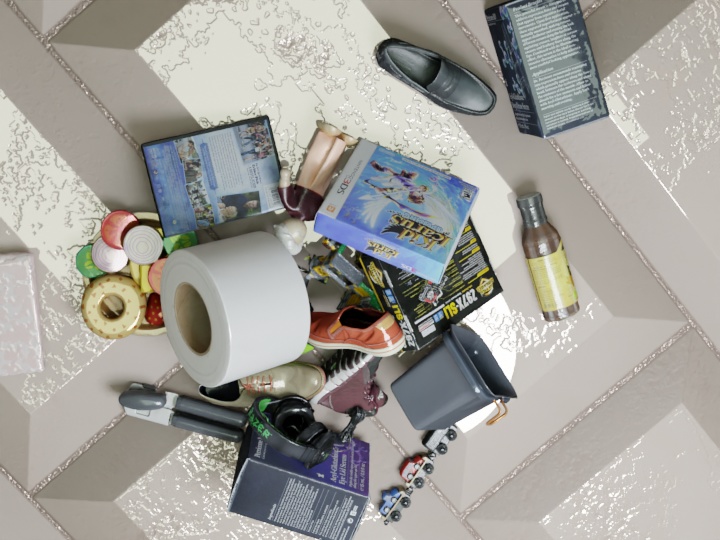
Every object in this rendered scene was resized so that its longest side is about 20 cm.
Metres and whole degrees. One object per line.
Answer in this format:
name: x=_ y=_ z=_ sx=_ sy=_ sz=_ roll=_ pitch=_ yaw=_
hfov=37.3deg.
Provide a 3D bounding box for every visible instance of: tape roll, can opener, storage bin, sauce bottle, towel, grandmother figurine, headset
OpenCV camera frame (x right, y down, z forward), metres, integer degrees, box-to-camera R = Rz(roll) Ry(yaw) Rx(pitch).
tape roll: x=-0.185 y=0.054 z=1.553 sx=0.138 sy=0.202 sz=0.205 roll=-15 pitch=104 yaw=-36
can opener: x=-0.277 y=0.225 z=1.659 sx=0.198 sy=0.067 sz=0.054 roll=15 pitch=98 yaw=3
storage bin: x=0.143 y=0.184 z=1.626 sx=0.134 sy=0.200 sz=0.146 roll=-36 pitch=72 yaw=13
sauce bottle: x=0.289 y=-0.022 z=1.668 sx=0.064 sy=0.065 sz=0.202 roll=-18 pitch=103 yaw=-1
towel: x=-0.587 y=0.072 z=1.629 sx=0.198 sy=0.032 sz=0.193 roll=-5 pitch=102 yaw=-3
grandmother figurine: x=-0.077 y=-0.120 z=1.604 sx=0.121 sy=0.060 sz=0.201 roll=23 pitch=90 yaw=-35
headset: x=-0.077 y=0.230 z=1.594 sx=0.199 sy=0.124 sz=0.094 roll=21 pitch=108 yaw=-47

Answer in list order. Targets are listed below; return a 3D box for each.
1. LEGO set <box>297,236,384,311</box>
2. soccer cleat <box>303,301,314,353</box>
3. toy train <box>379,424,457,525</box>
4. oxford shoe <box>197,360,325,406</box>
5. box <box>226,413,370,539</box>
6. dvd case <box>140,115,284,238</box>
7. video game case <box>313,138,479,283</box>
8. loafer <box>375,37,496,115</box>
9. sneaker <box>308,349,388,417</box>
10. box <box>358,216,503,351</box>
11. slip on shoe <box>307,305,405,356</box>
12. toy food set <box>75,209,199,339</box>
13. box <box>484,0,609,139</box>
LEGO set: x=0.000 y=0.000 z=1.641 sx=0.199 sy=0.116 sz=0.155 roll=34 pitch=66 yaw=-25
soccer cleat: x=-0.119 y=0.038 z=1.652 sx=0.080 sy=0.067 sz=0.202 roll=-12 pitch=101 yaw=-22
toy train: x=0.088 y=0.326 z=1.730 sx=0.046 sy=0.034 sz=0.201 roll=33 pitch=96 yaw=-6
oxford shoe: x=-0.153 y=0.180 z=1.636 sx=0.198 sy=0.075 sz=0.071 roll=-10 pitch=86 yaw=14
box: x=-0.092 y=0.317 z=1.646 sx=0.199 sy=0.148 sz=0.105 roll=19 pitch=113 yaw=-9
dvd case: x=-0.216 y=-0.142 z=1.601 sx=0.198 sy=0.018 sz=0.144 roll=-15 pitch=95 yaw=-15
video game case: x=0.056 y=-0.091 z=1.563 sx=0.199 sy=0.182 sz=0.046 roll=23 pitch=139 yaw=6
loafer: x=0.115 y=-0.287 z=1.602 sx=0.199 sy=0.070 sz=0.068 roll=25 pitch=98 yaw=-9
sneaker: x=0.013 y=0.163 z=1.657 sx=0.115 sy=0.076 sz=0.200 roll=31 pitch=132 yaw=-21
box: x=0.110 y=0.005 z=1.612 sx=0.199 sy=0.049 sz=0.161 roll=-32 pitch=103 yaw=-34
slip on shoe: x=-0.019 y=0.079 z=1.569 sx=0.074 sy=0.199 sz=0.062 roll=-39 pitch=120 yaw=-35
toy food set: x=-0.332 y=0.005 z=1.629 sx=0.198 sy=0.049 sz=0.200 roll=-2 pitch=100 yaw=-4
box: x=0.272 y=-0.308 z=1.572 sx=0.106 sy=0.148 sz=0.202 roll=-18 pitch=101 yaw=-2
